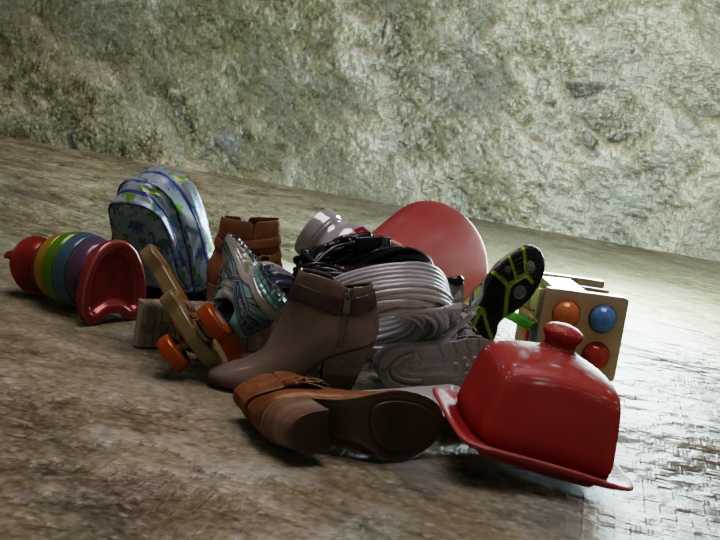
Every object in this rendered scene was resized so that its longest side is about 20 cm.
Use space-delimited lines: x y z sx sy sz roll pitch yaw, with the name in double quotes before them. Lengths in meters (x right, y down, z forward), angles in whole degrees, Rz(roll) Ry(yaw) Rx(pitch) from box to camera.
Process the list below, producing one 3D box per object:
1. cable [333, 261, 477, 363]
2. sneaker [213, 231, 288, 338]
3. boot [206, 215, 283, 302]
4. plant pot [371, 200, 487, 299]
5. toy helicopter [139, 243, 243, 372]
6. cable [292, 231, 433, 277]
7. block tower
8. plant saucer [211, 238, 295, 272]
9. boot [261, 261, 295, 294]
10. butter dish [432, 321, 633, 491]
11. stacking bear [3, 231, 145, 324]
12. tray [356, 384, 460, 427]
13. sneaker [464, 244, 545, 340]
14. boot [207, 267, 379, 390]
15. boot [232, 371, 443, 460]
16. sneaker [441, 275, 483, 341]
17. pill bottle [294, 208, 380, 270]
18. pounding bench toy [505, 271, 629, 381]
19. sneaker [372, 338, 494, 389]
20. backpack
"cable" 0.024 0.055 1.518 0.198 0.070 0.200 9 -31 -31
"sneaker" -0.161 0.019 1.518 0.078 0.086 0.200 49 0 -30
"boot" -0.130 -0.002 1.741 0.198 0.157 0.073 3 11 -32
"plant pot" 0.079 -0.001 1.877 0.199 0.203 0.177 14 19 28
"toy helicopter" -0.216 0.047 1.457 0.201 0.079 0.132 55 4 30
"cable" 0.000 0.000 1.617 0.198 0.051 0.163 -7 28 -33
"block tower" -0.203 0.073 1.553 0.198 0.055 0.058 4 10 -27
"plant saucer" -0.180 -0.007 1.912 0.198 0.048 0.199 14 -4 29
"boot" -0.063 0.058 1.627 0.199 0.073 0.090 26 6 -27
"butter dish" 0.196 0.127 1.254 0.197 0.149 0.200 17 8 -8
"stacking bear" -0.412 0.000 1.651 0.198 0.115 0.121 9 8 33
"tray" 0.072 0.162 1.371 0.198 0.022 0.107 1 13 -40
"sneaker" 0.186 0.040 1.698 0.075 0.200 0.076 42 -3 -18
"boot" -0.076 0.071 1.393 0.198 0.148 0.070 5 12 -19
"boot" -0.027 0.150 1.247 0.198 0.078 0.155 -6 12 -28
"sneaker" 0.129 0.071 1.592 0.074 0.117 0.200 -4 28 -37
"pill bottle" 0.000 0.002 1.753 0.200 0.113 0.112 41 20 16
"pounding bench toy" 0.275 0.077 1.741 0.198 0.126 0.156 8 10 -5
"sneaker" 0.115 0.119 1.511 0.198 0.077 0.080 6 2 -8
"backpack" -0.297 -0.054 1.766 0.162 0.202 0.153 15 20 33
